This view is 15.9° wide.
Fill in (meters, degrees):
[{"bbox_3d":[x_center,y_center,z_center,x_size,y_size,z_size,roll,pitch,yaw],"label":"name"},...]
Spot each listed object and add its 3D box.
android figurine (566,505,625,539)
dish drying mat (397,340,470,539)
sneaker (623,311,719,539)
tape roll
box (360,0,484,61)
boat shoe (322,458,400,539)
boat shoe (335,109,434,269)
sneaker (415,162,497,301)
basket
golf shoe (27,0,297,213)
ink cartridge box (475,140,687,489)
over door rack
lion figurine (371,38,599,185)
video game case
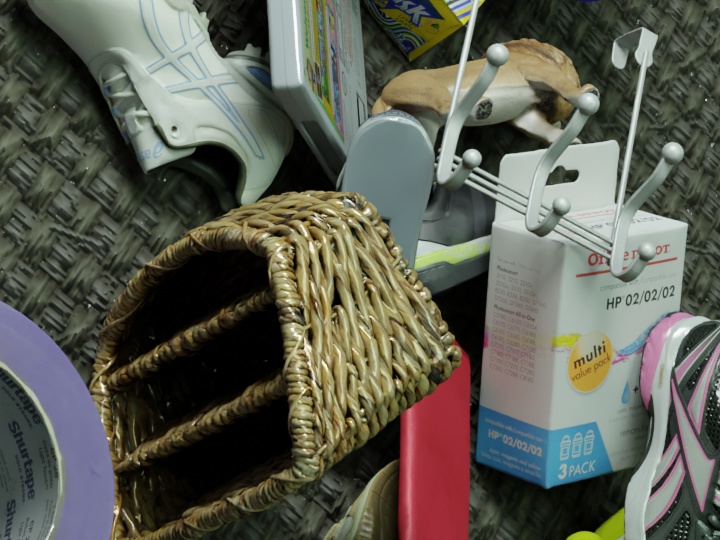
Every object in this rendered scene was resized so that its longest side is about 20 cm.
[{"bbox_3d":[0.200,0.226,1.641,0.182,0.041,0.200,34,31,-24],"label":"android figurine"},{"bbox_3d":[0.043,0.112,1.543,0.077,0.018,0.200,53,29,-40],"label":"dish drying mat"},{"bbox_3d":[0.218,0.123,1.595,0.080,0.086,0.201,6,82,-46],"label":"sneaker"},{"bbox_3d":[-0.233,0.112,1.345,0.199,0.085,0.201,15,63,-34],"label":"tape roll"},{"bbox_3d":[0.077,-0.232,1.753,0.070,0.064,0.200,49,48,-12],"label":"box"},{"bbox_3d":[-0.001,0.177,1.514,0.074,0.066,0.200,54,28,-8],"label":"boat shoe"},{"bbox_3d":[-0.003,-0.001,1.564,0.073,0.068,0.200,9,99,-3],"label":"boat shoe"},{"bbox_3d":[0.074,-0.039,1.665,0.200,0.072,0.083,-22,84,-43],"label":"sneaker"},{"bbox_3d":[-0.074,0.051,1.419,0.149,0.200,0.143,-35,96,-42],"label":"basket"},{"bbox_3d":[-0.122,-0.110,1.538,0.200,0.078,0.098,31,61,-24],"label":"golf shoe"},{"bbox_3d":[0.141,0.026,1.633,0.115,0.068,0.201,-10,109,-41],"label":"ink cartridge box"},{"bbox_3d":[0.122,-0.108,1.570,0.147,0.067,0.201,27,47,-25],"label":"over door rack"},{"bbox_3d":[0.072,-0.111,1.680,0.199,0.122,0.073,-3,116,-34],"label":"lion figurine"},{"bbox_3d":[-0.028,-0.165,1.593,0.182,0.022,0.201,57,27,-65],"label":"video game case"}]
